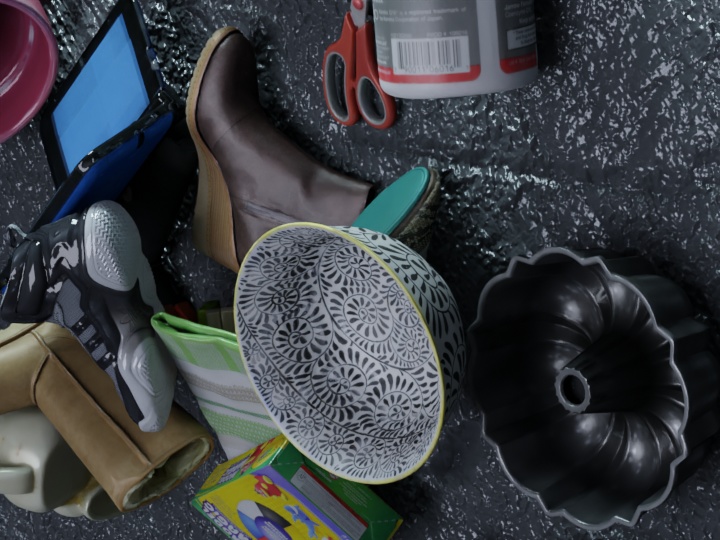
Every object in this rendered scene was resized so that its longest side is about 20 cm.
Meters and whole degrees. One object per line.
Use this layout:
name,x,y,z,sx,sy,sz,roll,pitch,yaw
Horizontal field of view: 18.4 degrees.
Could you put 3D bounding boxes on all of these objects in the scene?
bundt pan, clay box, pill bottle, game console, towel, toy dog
bundt pan,0.171,0.074,1.548,0.202,0.076,0.203,18,115,43
clay box,-0.059,0.196,1.793,0.115,0.048,0.200,42,151,-8
pill bottle,0.061,-0.226,1.545,0.114,0.114,0.201,7,107,45
game console,-0.243,-0.104,1.834,0.118,0.171,0.200,46,134,4
towel,-0.080,0.120,1.777,0.149,0.031,0.200,13,145,35
toy dog,-0.306,0.144,2.002,0.200,0.194,0.140,25,132,39

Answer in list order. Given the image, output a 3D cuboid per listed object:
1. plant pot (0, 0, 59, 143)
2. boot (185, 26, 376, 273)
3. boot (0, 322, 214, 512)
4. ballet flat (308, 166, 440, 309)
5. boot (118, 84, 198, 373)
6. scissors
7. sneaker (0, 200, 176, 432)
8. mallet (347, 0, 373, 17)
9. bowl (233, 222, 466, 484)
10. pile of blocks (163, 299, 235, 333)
plant pot,-0.389,-0.224,1.986,0.179,0.199,0.200,61,139,37
boot,-0.056,-0.085,1.767,0.166,0.072,0.201,14,110,30
boot,-0.250,0.129,1.865,0.200,0.175,0.066,44,165,28
ballet flat,0.000,0.000,1.701,0.200,0.075,0.068,-37,29,17
boot,-0.168,-0.035,1.894,0.165,0.066,0.200,44,126,27
scissors,-0.006,-0.193,1.671,0.073,0.014,0.201,25,134,39
sneaker,-0.219,0.041,1.775,0.113,0.076,0.201,-6,116,15
mallet,-0.039,-0.246,1.707,0.200,0.041,0.066,30,126,33
bowl,0.010,0.045,1.617,0.200,0.094,0.201,21,123,35
pile of blocks,-0.091,0.042,1.820,0.199,0.082,0.062,-2,100,32
